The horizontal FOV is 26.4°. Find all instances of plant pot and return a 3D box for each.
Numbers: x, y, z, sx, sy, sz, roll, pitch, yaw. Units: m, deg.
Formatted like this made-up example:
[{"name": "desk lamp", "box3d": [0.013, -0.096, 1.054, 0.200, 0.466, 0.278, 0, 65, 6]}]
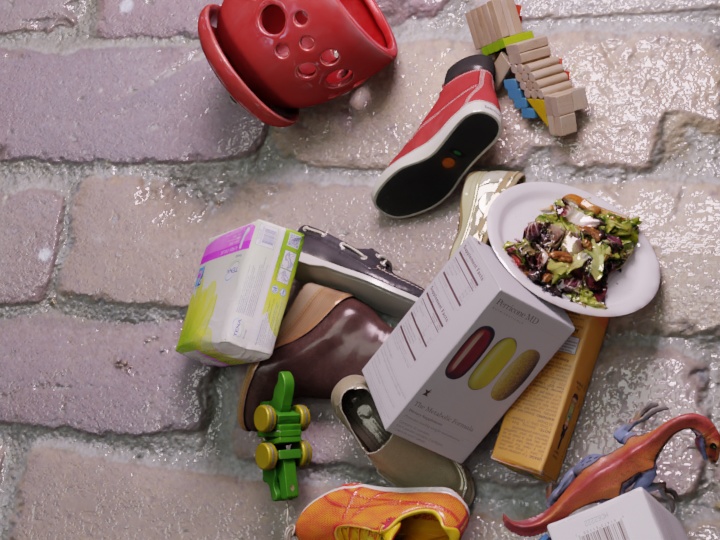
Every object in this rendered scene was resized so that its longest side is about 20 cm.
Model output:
[{"name": "plant pot", "box3d": [-0.081, -0.288, 1.850, 0.182, 0.200, 0.201, -34, 62, 19]}]

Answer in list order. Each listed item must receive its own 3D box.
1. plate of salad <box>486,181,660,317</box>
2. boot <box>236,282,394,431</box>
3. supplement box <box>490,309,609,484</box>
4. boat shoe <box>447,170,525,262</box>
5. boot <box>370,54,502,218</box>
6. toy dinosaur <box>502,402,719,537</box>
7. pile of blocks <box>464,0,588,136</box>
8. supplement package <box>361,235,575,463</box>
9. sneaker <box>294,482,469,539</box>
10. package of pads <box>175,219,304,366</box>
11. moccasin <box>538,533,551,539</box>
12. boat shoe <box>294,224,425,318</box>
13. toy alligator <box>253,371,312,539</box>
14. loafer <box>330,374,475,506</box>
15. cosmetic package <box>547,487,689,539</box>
[{"name": "plate of salad", "box3d": [0.232, -0.032, 1.639, 0.200, 0.200, 0.048, 53, 140, 28]}, {"name": "boot", "box3d": [-0.038, 0.127, 1.756, 0.166, 0.072, 0.200, 30, 93, 24]}, {"name": "supplement box", "box3d": [0.205, 0.123, 1.653, 0.069, 0.067, 0.201, 12, 77, 27]}, {"name": "boat shoe", "box3d": [0.144, -0.019, 1.727, 0.063, 0.073, 0.201, -1, 65, 28]}, {"name": "boot", "box3d": [0.089, -0.161, 1.805, 0.200, 0.072, 0.144, -42, 29, 30]}, {"name": "toy dinosaur", "box3d": [0.274, 0.211, 1.552, 0.105, 0.200, 0.182, 52, 129, 13]}, {"name": "pile of blocks", "box3d": [0.200, -0.236, 1.791, 0.062, 0.082, 0.200, -19, 69, -31]}, {"name": "supplement package", "box3d": [0.112, 0.084, 1.632, 0.200, 0.114, 0.110, -53, 31, 19]}, {"name": "sneaker", "box3d": [0.016, 0.272, 1.646, 0.199, 0.077, 0.073, -11, 110, 24]}, {"name": "package of pads", "box3d": [-0.144, 0.032, 1.777, 0.200, 0.068, 0.155, -16, 56, 66]}, {"name": "moccasin", "box3d": [0.185, 0.320, 1.531, 0.080, 0.200, 0.068, -42, 69, -16]}, {"name": "boat shoe", "box3d": [0.000, 0.000, 1.784, 0.200, 0.074, 0.060, 18, 64, 27]}, {"name": "toy alligator", "box3d": [-0.092, 0.215, 1.724, 0.054, 0.059, 0.201, -9, 82, 52]}, {"name": "loafer", "box3d": [0.040, 0.195, 1.679, 0.200, 0.068, 0.076, 41, 94, 11]}, {"name": "cosmetic package", "box3d": [0.263, 0.278, 1.497, 0.101, 0.200, 0.071, -25, 64, 12]}]
